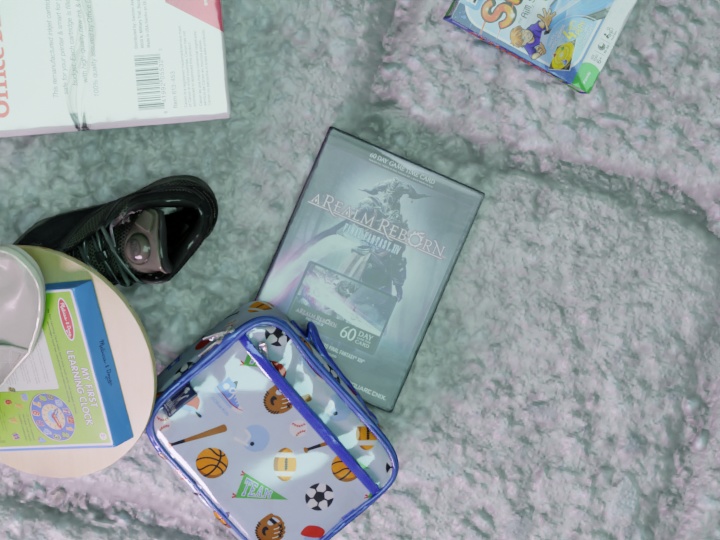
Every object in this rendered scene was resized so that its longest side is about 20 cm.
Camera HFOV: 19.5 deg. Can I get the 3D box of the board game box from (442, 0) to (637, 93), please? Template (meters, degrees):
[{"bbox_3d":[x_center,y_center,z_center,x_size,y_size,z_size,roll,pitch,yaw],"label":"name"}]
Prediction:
[{"bbox_3d":[0.174,-0.265,1.732,0.135,0.034,0.200,26,91,-10],"label":"board game box"}]

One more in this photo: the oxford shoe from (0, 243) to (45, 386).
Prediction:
[{"bbox_3d":[-0.303,0.065,1.630,0.075,0.058,0.200,37,119,6],"label":"oxford shoe"}]

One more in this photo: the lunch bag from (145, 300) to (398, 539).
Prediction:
[{"bbox_3d":[-0.073,0.128,1.708,0.160,0.076,0.200,-39,106,3],"label":"lunch bag"}]

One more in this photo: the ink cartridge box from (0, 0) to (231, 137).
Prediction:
[{"bbox_3d":[-0.210,-0.185,1.661,0.200,0.084,0.145,-5,96,-9],"label":"ink cartridge box"}]

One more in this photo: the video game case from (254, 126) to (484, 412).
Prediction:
[{"bbox_3d":[0.000,0.000,1.743,0.143,0.019,0.200,23,93,-10],"label":"video game case"}]

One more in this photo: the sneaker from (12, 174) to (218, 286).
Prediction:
[{"bbox_3d":[-0.207,-0.015,1.665,0.199,0.114,0.076,-22,98,-1],"label":"sneaker"}]

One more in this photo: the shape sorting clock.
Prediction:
[{"bbox_3d":[-0.255,0.073,1.669,0.200,0.039,0.200,8,115,19],"label":"shape sorting clock"}]
